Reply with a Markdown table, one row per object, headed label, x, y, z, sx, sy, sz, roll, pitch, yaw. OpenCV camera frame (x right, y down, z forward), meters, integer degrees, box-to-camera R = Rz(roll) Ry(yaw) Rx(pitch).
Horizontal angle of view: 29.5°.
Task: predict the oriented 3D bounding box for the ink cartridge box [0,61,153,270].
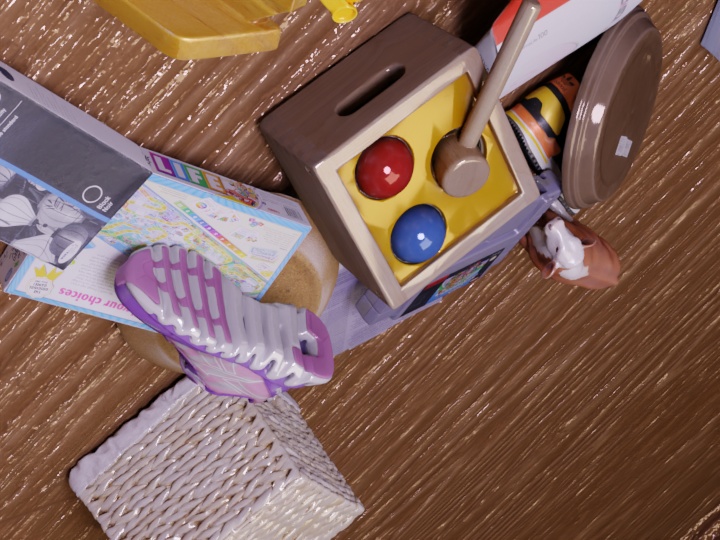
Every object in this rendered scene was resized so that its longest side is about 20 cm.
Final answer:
| label | x | y | z | sx | sy | sz | roll | pitch | yaw |
| --- | --- | --- | --- | --- | --- | --- | --- | --- | --- |
| ink cartridge box | -0.234 | -0.077 | 0.875 | 0.099 | 0.039 | 0.200 | -45 | 139 | 12 |

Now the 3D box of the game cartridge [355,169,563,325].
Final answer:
| label | x | y | z | sx | sy | sz | roll | pitch | yaw |
| --- | --- | --- | --- | --- | --- | --- | --- | --- | --- |
| game cartridge | 0.094 | -0.020 | 1.260 | 0.200 | 0.038 | 0.130 | -24 | 156 | -43 |

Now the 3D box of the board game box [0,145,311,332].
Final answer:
| label | x | y | z | sx | sy | sz | roll | pitch | yaw |
| --- | --- | --- | --- | --- | --- | --- | --- | --- | --- |
| board game box | -0.154 | -0.019 | 1.038 | 0.199 | 0.034 | 0.135 | 19 | 119 | -38 |

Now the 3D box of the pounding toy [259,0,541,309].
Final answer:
| label | x | y | z | sx | sy | sz | roll | pitch | yaw |
| --- | --- | --- | --- | --- | --- | --- | --- | --- | --- |
| pounding toy | 0.054 | -0.102 | 1.070 | 0.200 | 0.142 | 0.184 | -37 | 128 | -9 |

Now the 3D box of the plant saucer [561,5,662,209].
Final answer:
| label | x | y | z | sx | sy | sz | roll | pitch | yaw |
| --- | --- | --- | --- | --- | --- | --- | --- | --- | --- |
| plant saucer | 0.243 | -0.151 | 1.299 | 0.200 | 0.029 | 0.201 | -49 | 150 | -42 |

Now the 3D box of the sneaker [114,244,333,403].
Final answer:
| label | x | y | z | sx | sy | sz | roll | pitch | yaw |
| --- | --- | --- | --- | --- | --- | --- | --- | --- | --- |
| sneaker | -0.115 | 0.052 | 1.050 | 0.088 | 0.081 | 0.200 | -32 | 136 | 31 |

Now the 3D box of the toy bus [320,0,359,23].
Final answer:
| label | x | y | z | sx | sy | sz | roll | pitch | yaw |
| --- | --- | --- | --- | --- | --- | --- | --- | --- | --- |
| toy bus | -0.031 | -0.248 | 0.841 | 0.191 | 0.136 | 0.200 | -27 | 151 | 10 |

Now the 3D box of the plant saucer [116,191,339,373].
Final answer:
| label | x | y | z | sx | sy | sz | roll | pitch | yaw |
| --- | --- | --- | --- | --- | --- | --- | --- | --- | --- |
| plant saucer | -0.106 | 0.024 | 1.153 | 0.199 | 0.036 | 0.201 | -14 | 135 | -15 |

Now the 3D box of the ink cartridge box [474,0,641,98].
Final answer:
| label | x | y | z | sx | sy | sz | roll | pitch | yaw |
| --- | --- | --- | --- | --- | --- | --- | --- | --- | --- |
| ink cartridge box | 0.170 | -0.209 | 1.115 | 0.162 | 0.057 | 0.200 | -33 | -177 | -12 |

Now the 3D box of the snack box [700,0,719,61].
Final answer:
| label | x | y | z | sx | sy | sz | roll | pitch | yaw |
| --- | --- | --- | --- | --- | --- | --- | --- | --- | --- |
| snack box | 0.459 | -0.303 | 1.391 | 0.199 | 0.068 | 0.169 | -24 | 149 | -24 |

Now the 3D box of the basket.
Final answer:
| label | x | y | z | sx | sy | sz | roll | pitch | yaw |
| --- | --- | --- | --- | --- | --- | --- | --- | --- | --- |
| basket | -0.135 | 0.216 | 1.327 | 0.200 | 0.161 | 0.198 | -39 | 153 | 3 |

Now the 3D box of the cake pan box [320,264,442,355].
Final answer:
| label | x | y | z | sx | sy | sz | roll | pitch | yaw |
| --- | --- | --- | --- | --- | --- | --- | --- | --- | --- |
| cake pan box | 0.000 | 0.000 | 1.293 | 0.199 | 0.052 | 0.185 | -27 | 147 | -23 |

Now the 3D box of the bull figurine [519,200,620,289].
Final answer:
| label | x | y | z | sx | sy | sz | roll | pitch | yaw |
| --- | --- | --- | --- | --- | --- | --- | --- | --- | --- |
| bull figurine | 0.207 | -0.029 | 1.423 | 0.065 | 0.122 | 0.200 | -46 | 151 | 11 |

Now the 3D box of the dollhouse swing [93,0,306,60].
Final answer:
| label | x | y | z | sx | sy | sz | roll | pitch | yaw |
| --- | --- | --- | --- | --- | --- | --- | --- | --- | --- |
| dollhouse swing | -0.136 | -0.210 | 0.723 | 0.176 | 0.182 | 0.200 | -36 | 157 | -42 |

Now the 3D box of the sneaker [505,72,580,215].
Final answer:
| label | x | y | z | sx | sy | sz | roll | pitch | yaw |
| --- | --- | --- | --- | --- | --- | --- | --- | --- | --- |
| sneaker | 0.208 | -0.123 | 1.342 | 0.090 | 0.070 | 0.200 | -40 | 150 | 7 |
